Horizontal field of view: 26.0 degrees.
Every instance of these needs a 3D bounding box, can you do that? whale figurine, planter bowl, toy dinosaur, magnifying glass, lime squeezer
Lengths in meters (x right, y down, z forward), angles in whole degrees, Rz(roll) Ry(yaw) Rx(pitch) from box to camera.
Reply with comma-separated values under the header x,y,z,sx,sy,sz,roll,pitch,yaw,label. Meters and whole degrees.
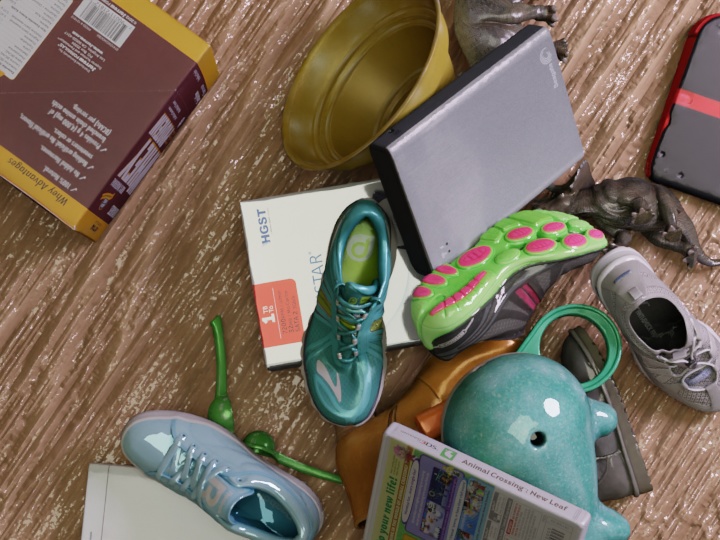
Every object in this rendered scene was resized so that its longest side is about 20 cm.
x,y,z,sx,sy,sz,roll,pitch,yaw,label
0.155,0.166,1.314,0.159,0.104,0.200,-32,96,-7,whale figurine
0.026,-0.159,1.411,0.083,0.200,0.200,32,85,-33,planter bowl
0.127,-0.220,1.439,0.102,0.077,0.200,-8,90,-16,toy dinosaur
0.140,0.095,1.378,0.200,0.022,0.080,-26,82,-13,magnifying glass
0.261,-0.054,1.434,0.200,0.102,0.077,6,129,-15,toy dinosaur
-0.096,0.141,1.441,0.071,0.038,0.200,-38,86,-35,lime squeezer

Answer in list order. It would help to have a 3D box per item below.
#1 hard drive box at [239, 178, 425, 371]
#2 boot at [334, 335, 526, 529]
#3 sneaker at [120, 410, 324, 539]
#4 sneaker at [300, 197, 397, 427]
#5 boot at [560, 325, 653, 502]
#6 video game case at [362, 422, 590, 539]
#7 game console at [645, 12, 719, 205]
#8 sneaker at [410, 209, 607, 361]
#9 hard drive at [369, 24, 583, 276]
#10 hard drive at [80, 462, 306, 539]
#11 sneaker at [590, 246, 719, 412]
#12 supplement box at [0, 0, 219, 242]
x,y,z,sx,sy,sz,roll,pitch,yaw,label
0.000,0.000,1.427,0.200,0.077,0.156,-10,86,-2,hard drive box
0.075,0.149,1.399,0.201,0.071,0.144,-20,61,7,boot
-0.124,0.184,1.378,0.200,0.082,0.074,24,94,1,sneaker
-0.010,0.035,1.346,0.077,0.080,0.200,5,86,-2,sneaker
0.149,0.165,1.431,0.200,0.073,0.182,-20,85,4,boot
0.088,0.241,1.316,0.182,0.022,0.200,23,129,18,video game case
0.387,-0.138,1.475,0.200,0.031,0.177,19,90,0,game console
0.128,0.011,1.365,0.200,0.084,0.077,-27,46,-19,sneaker
0.106,-0.105,1.362,0.200,0.033,0.140,-39,127,-25,hard drive
-0.155,0.251,1.430,0.200,0.027,0.132,5,86,-1,hard drive
0.277,0.070,1.401,0.075,0.082,0.200,-41,117,11,sneaker
-0.266,-0.166,1.402,0.197,0.133,0.200,36,86,1,supplement box
